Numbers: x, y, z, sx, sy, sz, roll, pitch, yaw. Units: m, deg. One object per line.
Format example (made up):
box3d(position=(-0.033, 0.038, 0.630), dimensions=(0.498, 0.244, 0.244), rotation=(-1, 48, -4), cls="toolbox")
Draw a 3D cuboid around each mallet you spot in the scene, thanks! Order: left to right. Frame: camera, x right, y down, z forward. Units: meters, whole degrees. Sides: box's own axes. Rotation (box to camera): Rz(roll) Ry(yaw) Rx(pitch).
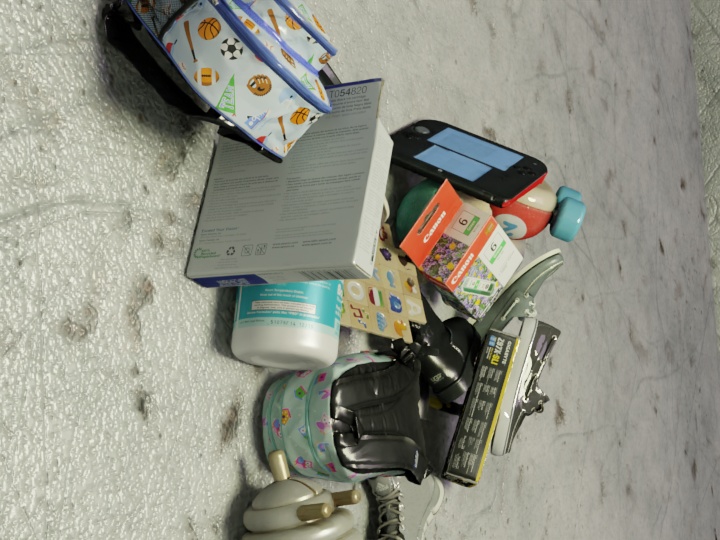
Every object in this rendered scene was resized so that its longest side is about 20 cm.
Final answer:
box3d(position=(0.104, 0.192, 1.463), dimensions=(0.200, 0.041, 0.066), rotation=(38, 53, -56), cls="mallet")

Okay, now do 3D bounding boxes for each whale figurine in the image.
box3d(position=(0.112, -0.043, 1.455), dimensions=(0.159, 0.104, 0.200), rotation=(-45, 142, -21), cls="whale figurine")

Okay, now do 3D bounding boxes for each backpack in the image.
box3d(position=(-0.108, -0.203, 0.994), dimensions=(0.200, 0.154, 0.191), rotation=(21, 34, -56), cls="backpack")
box3d(position=(-0.013, 0.168, 1.176), dimensions=(0.200, 0.127, 0.167), rotation=(3, 73, -60), cls="backpack")

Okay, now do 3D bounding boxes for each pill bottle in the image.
box3d(position=(-0.071, -0.002, 1.116), dimensions=(0.111, 0.111, 0.200), rotation=(28, 63, -55), cls="pill bottle")

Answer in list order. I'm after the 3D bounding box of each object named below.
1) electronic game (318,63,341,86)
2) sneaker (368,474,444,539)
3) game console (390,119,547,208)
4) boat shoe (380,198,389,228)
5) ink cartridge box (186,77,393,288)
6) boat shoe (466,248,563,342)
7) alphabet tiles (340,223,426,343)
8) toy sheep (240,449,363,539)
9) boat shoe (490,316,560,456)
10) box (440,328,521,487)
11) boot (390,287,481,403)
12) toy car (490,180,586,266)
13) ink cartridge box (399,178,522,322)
box3d(position=(-0.048, -0.196, 1.181), dimensions=(0.200, 0.042, 0.200), rotation=(53, 13, -17), cls="electronic game")
box3d(position=(0.031, 0.300, 1.299), dimensions=(0.116, 0.075, 0.200), rotation=(56, 35, -25), cls="sneaker")
box3d(position=(0.138, -0.148, 1.425), dimensions=(0.177, 0.200, 0.031), rotation=(-30, 139, -58), cls="game console")
box3d(position=(-0.039, -0.099, 1.214), dimensions=(0.200, 0.072, 0.060), rotation=(45, 43, -36), cls="boat shoe")
box3d(position=(-0.066, -0.083, 1.051), dimensions=(0.041, 0.200, 0.200), rotation=(38, 55, -53), cls="ink cartridge box")
box3d(position=(0.227, 0.050, 1.536), dimensions=(0.062, 0.200, 0.073), rotation=(51, 19, 17), cls="boat shoe")
box3d(position=(0.000, 0.000, 1.257), dimensions=(0.200, 0.006, 0.166), rotation=(17, 50, -41), cls="alphabet tiles")
box3d(position=(-0.058, 0.279, 1.079), dimensions=(0.138, 0.138, 0.200), rotation=(-1, 78, -60), cls="toy sheep")
box3d(position=(0.233, 0.166, 1.481), dimensions=(0.070, 0.066, 0.200), rotation=(79, 27, -77), cls="boat shoe")
box3d(position=(0.161, 0.190, 1.436), dimensions=(0.160, 0.049, 0.200), rotation=(89, 19, -77), cls="box")
box3d(position=(0.084, 0.068, 1.398), dimensions=(0.162, 0.073, 0.198), rotation=(52, 20, -14), cls="boot")
box3d(position=(0.205, -0.049, 1.566), dimensions=(0.177, 0.184, 0.200), rotation=(-63, 174, -74), cls="toy car")
box3d(position=(0.132, -0.022, 1.360), dimensions=(0.109, 0.050, 0.200), rotation=(-55, 146, -6), cls="ink cartridge box")
